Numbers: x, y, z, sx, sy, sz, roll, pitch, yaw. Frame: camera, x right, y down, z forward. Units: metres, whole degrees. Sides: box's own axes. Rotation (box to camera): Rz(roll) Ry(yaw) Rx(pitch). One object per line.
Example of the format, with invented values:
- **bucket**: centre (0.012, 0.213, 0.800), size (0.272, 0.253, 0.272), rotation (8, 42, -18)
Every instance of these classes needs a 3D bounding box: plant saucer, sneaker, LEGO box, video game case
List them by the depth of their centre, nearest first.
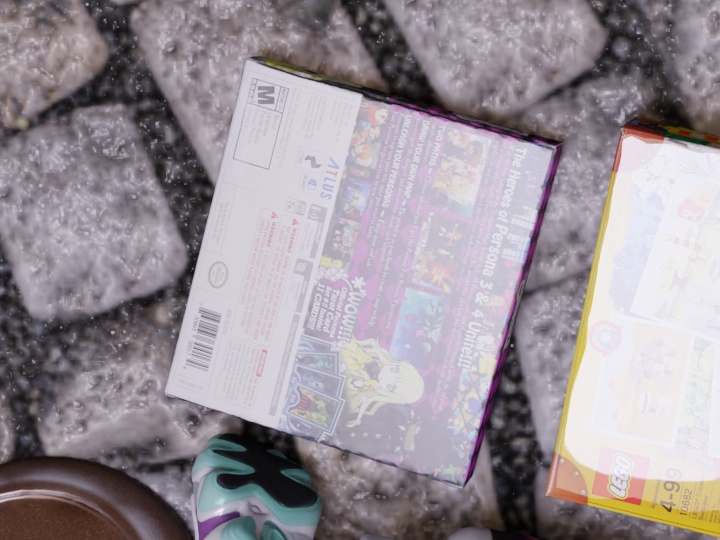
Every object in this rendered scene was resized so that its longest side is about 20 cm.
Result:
- **LEGO box**: centre (0.193, 0.033, 1.229), size (0.149, 0.077, 0.200), rotation (12, 101, 11)
- **sneaker**: centre (-0.076, 0.188, 1.271), size (0.078, 0.200, 0.140), rotation (21, 114, -19)
- **video game case**: centre (0.000, 0.000, 1.292), size (0.181, 0.036, 0.200), rotation (16, 102, 11)
- **plant saucer**: centre (-0.186, 0.199, 1.321), size (0.200, 0.032, 0.200), rotation (-2, 70, 6)

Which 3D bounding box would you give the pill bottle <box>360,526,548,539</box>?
- **pill bottle**: centre (0.091, 0.198, 1.240), size (0.200, 0.111, 0.112), rotation (10, 101, -3)
